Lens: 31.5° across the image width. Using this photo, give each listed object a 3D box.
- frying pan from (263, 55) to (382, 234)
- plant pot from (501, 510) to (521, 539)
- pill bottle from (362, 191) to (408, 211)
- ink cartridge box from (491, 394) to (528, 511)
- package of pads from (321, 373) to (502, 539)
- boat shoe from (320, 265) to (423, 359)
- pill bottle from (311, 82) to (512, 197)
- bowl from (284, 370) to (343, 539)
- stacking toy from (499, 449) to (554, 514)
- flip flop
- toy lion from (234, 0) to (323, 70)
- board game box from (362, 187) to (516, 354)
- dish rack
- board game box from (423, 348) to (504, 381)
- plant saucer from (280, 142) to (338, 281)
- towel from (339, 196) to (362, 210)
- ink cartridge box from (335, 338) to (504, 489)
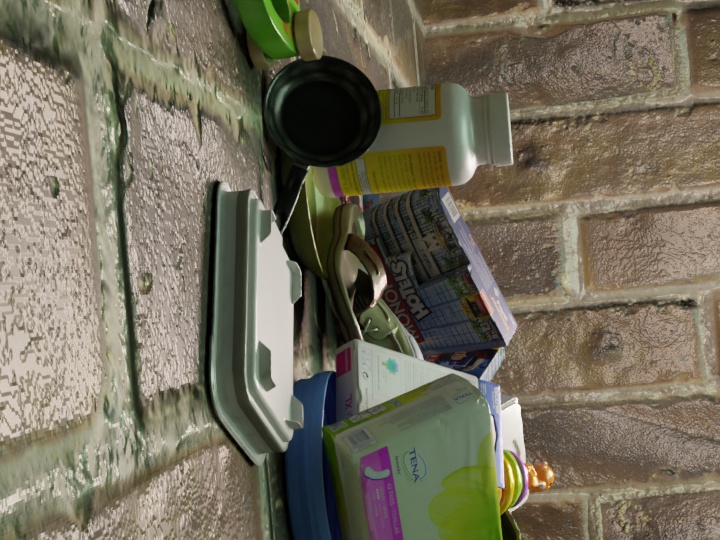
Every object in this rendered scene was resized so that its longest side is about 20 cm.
[{"bbox_3d":[-0.035,-0.115,1.219,0.031,0.115,0.191,123,-34,-73],"label":"frying pan"},{"bbox_3d":[0.089,0.376,1.581,0.193,0.200,0.201,94,-5,-63],"label":"plant pot"},{"bbox_3d":[0.057,-0.074,1.682,0.109,0.108,0.201,72,13,-58],"label":"pill bottle"},{"bbox_3d":[0.110,0.233,1.666,0.084,0.200,0.145,-21,109,-45],"label":"ink cartridge box"},{"bbox_3d":[0.056,0.210,1.199,0.068,0.154,0.201,34,-40,53],"label":"package of pads"},{"bbox_3d":[0.004,0.061,1.419,0.200,0.072,0.062,59,16,22],"label":"boat shoe"},{"bbox_3d":[0.052,-0.133,1.292,0.104,0.199,0.105,-4,90,-82],"label":"pill bottle"},{"bbox_3d":[-0.037,0.200,1.245,0.201,0.039,0.201,-5,90,-82],"label":"bowl"},{"bbox_3d":[0.156,0.245,1.489,0.200,0.110,0.116,3,113,-42],"label":"stacking toy"},{"bbox_3d":[0.000,0.000,1.351,0.200,0.057,0.081,-85,167,-50],"label":"flip flop"},{"bbox_3d":[-0.092,-0.304,1.129,0.192,0.068,0.201,44,42,-67],"label":"toy lion"},{"bbox_3d":[0.050,0.023,1.506,0.200,0.199,0.062,62,27,-11],"label":"board game box"},{"bbox_3d":[-0.079,0.043,1.033,0.172,0.043,0.201,68,18,-62],"label":"dish rack"},{"bbox_3d":[0.062,0.149,1.584,0.200,0.199,0.062,-43,128,-62],"label":"board game box"},{"bbox_3d":[-0.054,-0.087,1.340,0.200,0.031,0.201,-5,90,-83],"label":"plant saucer"},{"bbox_3d":[-0.014,-0.130,1.685,0.144,0.023,0.201,19,66,-82],"label":"towel"},{"bbox_3d":[0.062,0.151,1.284,0.200,0.042,0.120,18,58,-34],"label":"ink cartridge box"}]
